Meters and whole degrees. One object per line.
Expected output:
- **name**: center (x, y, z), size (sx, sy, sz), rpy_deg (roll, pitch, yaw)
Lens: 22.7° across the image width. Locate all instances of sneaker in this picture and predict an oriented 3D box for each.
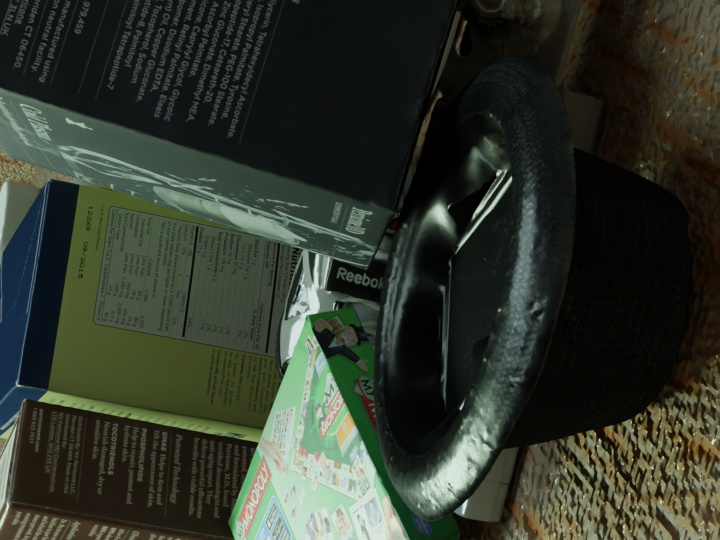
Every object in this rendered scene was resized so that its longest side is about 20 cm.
- **sneaker**: center (0.000, 0.000, 0.996), size (0.089, 0.074, 0.201), rpy_deg (124, 152, -55)

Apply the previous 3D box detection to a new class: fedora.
- **fedora**: center (0.073, 0.014, 0.720), size (0.201, 0.091, 0.201), rpy_deg (-170, 90, -77)

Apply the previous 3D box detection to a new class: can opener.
- **can opener**: center (0.060, -0.060, 0.824), size (0.067, 0.053, 0.201), rpy_deg (-26, -48, -71)

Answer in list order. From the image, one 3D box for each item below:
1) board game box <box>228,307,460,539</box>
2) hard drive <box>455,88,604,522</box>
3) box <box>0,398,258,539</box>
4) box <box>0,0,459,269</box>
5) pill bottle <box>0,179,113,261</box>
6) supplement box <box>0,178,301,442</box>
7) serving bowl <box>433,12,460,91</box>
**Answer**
- **board game box**: center (-0.015, 0.133, 0.923), size (0.135, 0.029, 0.200), rpy_deg (65, 151, 31)
- **hard drive**: center (0.061, 0.007, 0.876), size (0.132, 0.027, 0.201), rpy_deg (-148, 70, -72)
- **box**: center (-0.119, 0.144, 1.071), size (0.100, 0.199, 0.075), rpy_deg (126, 153, -52)
- **box**: center (-0.066, -0.095, 0.816), size (0.200, 0.196, 0.124), rpy_deg (109, 176, -83)
- **pill bottle**: center (-0.182, -0.009, 1.373), size (0.111, 0.199, 0.112), rpy_deg (-168, 90, -73)
- **supplement box**: center (-0.136, 0.046, 1.189), size (0.200, 0.199, 0.135), rpy_deg (146, 133, -67)
- **serving bowl**: center (0.004, -0.175, 1.114), size (0.200, 0.066, 0.201), rpy_deg (-169, 90, -73)
